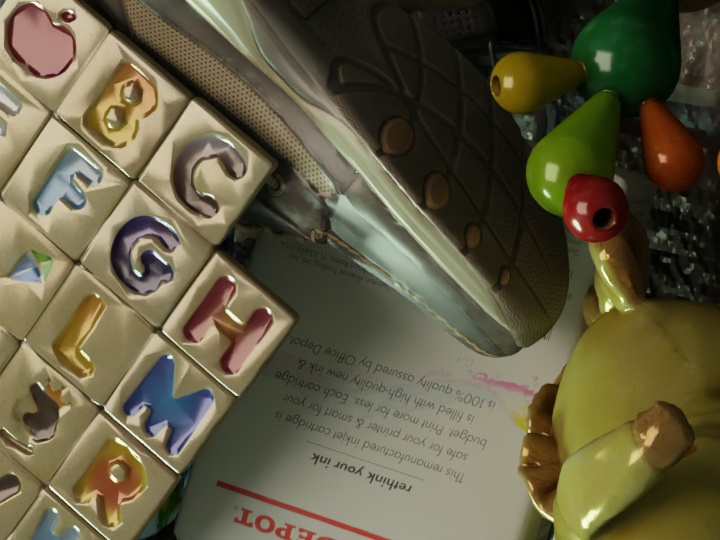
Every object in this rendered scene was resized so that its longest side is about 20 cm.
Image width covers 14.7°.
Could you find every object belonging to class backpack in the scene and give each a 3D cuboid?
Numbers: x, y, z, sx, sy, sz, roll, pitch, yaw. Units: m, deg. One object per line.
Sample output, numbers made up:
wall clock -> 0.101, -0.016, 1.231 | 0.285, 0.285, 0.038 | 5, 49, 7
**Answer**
backpack -> -0.118, 0.000, 0.946 | 0.163, 0.154, 0.201 | 15, 119, 35

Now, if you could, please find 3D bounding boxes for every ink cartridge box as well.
ink cartridge box -> 0.014, 0.049, 0.930 | 0.117, 0.067, 0.201 | 18, 95, 13

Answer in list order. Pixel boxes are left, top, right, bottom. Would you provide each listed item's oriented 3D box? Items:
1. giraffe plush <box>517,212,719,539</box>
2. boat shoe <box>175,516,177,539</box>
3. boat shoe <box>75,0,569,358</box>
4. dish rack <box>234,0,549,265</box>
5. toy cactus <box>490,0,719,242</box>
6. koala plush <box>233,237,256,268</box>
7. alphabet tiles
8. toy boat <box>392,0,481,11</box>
giraffe plush -> 0.112, 0.072, 0.823 | 0.162, 0.199, 0.173 | -92, 20, -60
boat shoe -> -0.084, 0.033, 1.039 | 0.057, 0.068, 0.201 | -155, 52, -68
boat shoe -> -0.016, -0.049, 0.873 | 0.200, 0.074, 0.073 | 49, 129, 1
dish rack -> 0.000, 0.000, 0.996 | 0.153, 0.055, 0.201 | -10, 88, 17
toy cactus -> 0.102, -0.102, 0.860 | 0.200, 0.102, 0.165 | -63, 14, 1
koala plush -> -0.129, 0.047, 1.138 | 0.184, 0.177, 0.200 | -102, 31, -42
alphabet tiles -> -0.118, 0.011, 0.879 | 0.166, 0.006, 0.200 | 40, 111, 9
toy boat -> 0.000, -0.185, 0.923 | 0.131, 0.130, 0.200 | -44, 83, 26
